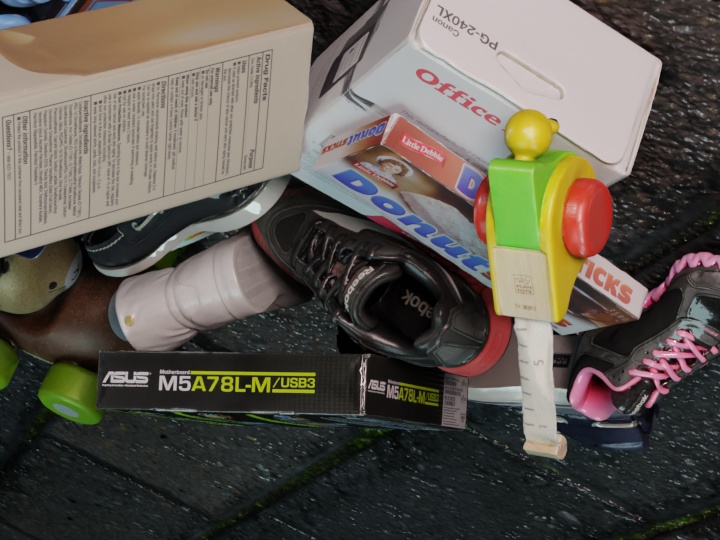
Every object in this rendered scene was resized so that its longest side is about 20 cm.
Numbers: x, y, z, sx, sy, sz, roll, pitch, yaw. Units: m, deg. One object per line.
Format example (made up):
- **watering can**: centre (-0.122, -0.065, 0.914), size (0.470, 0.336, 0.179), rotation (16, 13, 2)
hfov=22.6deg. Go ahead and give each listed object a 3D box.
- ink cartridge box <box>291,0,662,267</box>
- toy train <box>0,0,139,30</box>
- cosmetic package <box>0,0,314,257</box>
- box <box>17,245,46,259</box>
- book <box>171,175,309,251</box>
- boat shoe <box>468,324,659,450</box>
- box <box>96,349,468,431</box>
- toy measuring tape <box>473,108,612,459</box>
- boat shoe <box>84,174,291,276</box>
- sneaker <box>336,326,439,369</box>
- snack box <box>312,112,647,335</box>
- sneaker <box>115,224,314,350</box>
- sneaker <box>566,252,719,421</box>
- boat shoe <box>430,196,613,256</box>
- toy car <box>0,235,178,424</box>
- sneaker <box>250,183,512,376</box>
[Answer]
- **ink cartridge box**: centre (0.058, -0.092, 1.044), size (0.145, 0.083, 0.200), rotation (30, 154, -15)
- **toy train**: centre (-0.191, -0.155, 1.035), size (0.114, 0.087, 0.200), rotation (-6, 153, -44)
- **cosmetic package**: centre (-0.129, -0.089, 1.005), size (0.071, 0.200, 0.105), rotation (42, 137, 39)
- **box**: centre (-0.245, -0.073, 1.252), size (0.032, 0.121, 0.200), rotation (41, 163, -33)
- **book**: centre (-0.122, -0.087, 1.259), size (0.134, 0.048, 0.200), rotation (37, 150, -25)
- **boat shoe**: centre (0.130, 0.090, 1.353), size (0.200, 0.075, 0.093), rotation (9, 145, 29)
- **box**: centre (-0.048, 0.083, 1.228), size (0.193, 0.048, 0.200), rotation (2, 173, 24)
- **toy measuring tape**: centre (0.103, 0.003, 0.970), size (0.073, 0.074, 0.200), rotation (8, 121, 30)
- **boat shoe**: centre (-0.131, -0.050, 1.215), size (0.060, 0.074, 0.200), rotation (42, 144, -26)
- **sneaker**: centre (0.005, 0.020, 1.284), size (0.074, 0.088, 0.200), rotation (-6, 151, 41)
- **snack box**: centre (0.071, -0.023, 1.041), size (0.200, 0.024, 0.072), rotation (33, 155, -25)
- **sneaker**: centre (-0.107, 0.010, 1.283), size (0.115, 0.074, 0.200), rotation (-19, 179, 16)
- **sneaker**: centre (0.204, 0.053, 1.195), size (0.079, 0.095, 0.200), rotation (33, 152, -16)
- **boat shoe**: centre (0.112, -0.023, 1.192), size (0.063, 0.073, 0.200), rotation (-13, 168, -33)
- **toy car**: centre (-0.237, -0.004, 1.370), size (0.158, 0.164, 0.200), rotation (19, 158, 9)
- **sneaker**: centre (0.000, 0.000, 1.152), size (0.200, 0.071, 0.098), rotation (33, -168, 25)
